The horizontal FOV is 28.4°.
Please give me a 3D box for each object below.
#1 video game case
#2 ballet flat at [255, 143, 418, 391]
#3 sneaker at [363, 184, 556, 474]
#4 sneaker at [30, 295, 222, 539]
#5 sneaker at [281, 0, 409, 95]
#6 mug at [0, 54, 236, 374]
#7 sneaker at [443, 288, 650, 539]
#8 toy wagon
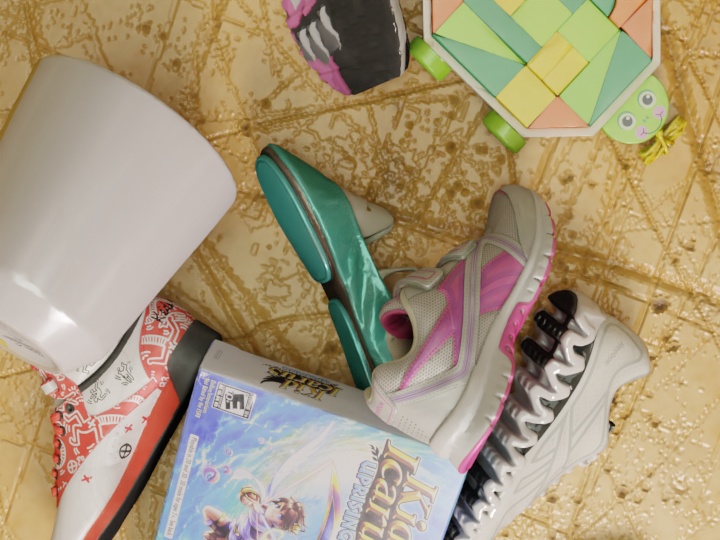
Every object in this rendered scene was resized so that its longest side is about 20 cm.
[{"bbox_3d":[-0.039,0.166,0.929,0.179,0.046,0.202,17,114,1],"label":"video game case"},{"bbox_3d":[0.000,0.000,0.935,0.070,0.067,0.202,-26,95,-18],"label":"ballet flat"},{"bbox_3d":[0.061,0.020,0.881,0.087,0.082,0.201,22,55,2],"label":"sneaker"},{"bbox_3d":[-0.184,0.102,0.949,0.107,0.067,0.203,31,96,4],"label":"sneaker"},{"bbox_3d":[-0.008,-0.214,0.900,0.080,0.086,0.202,-1,120,31],"label":"sneaker"},{"bbox_3d":[-0.183,-0.021,0.882,0.149,0.186,0.154,35,70,-16],"label":"mug"},{"bbox_3d":[0.118,0.115,0.932,0.081,0.075,0.201,26,103,-19],"label":"sneaker"},{"bbox_3d":[0.134,-0.150,0.916,0.200,0.040,0.155,44,97,-2],"label":"toy wagon"}]
